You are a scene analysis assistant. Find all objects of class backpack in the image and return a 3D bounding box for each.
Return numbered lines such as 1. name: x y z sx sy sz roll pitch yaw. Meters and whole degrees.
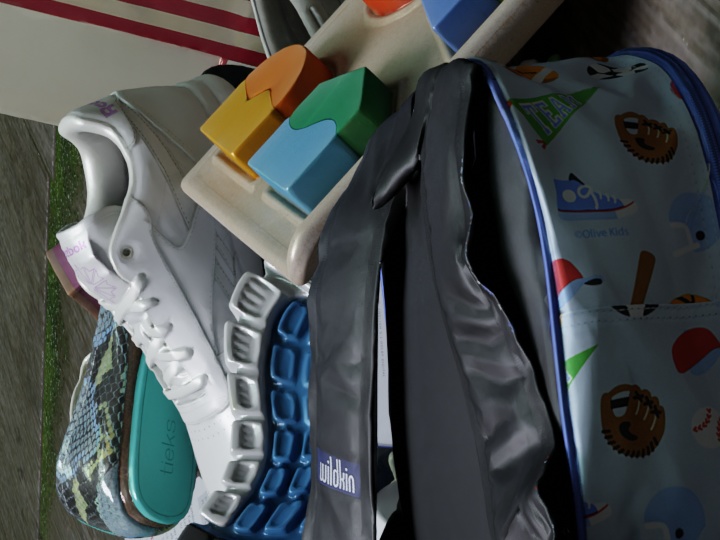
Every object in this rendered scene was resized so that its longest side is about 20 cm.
1. backpack: 0.072 0.024 0.893 0.200 0.154 0.191 159 99 -67

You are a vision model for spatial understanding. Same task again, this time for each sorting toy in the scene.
1. sorting toy: 0.008 -0.087 1.100 0.185 0.036 0.200 -48 18 -2

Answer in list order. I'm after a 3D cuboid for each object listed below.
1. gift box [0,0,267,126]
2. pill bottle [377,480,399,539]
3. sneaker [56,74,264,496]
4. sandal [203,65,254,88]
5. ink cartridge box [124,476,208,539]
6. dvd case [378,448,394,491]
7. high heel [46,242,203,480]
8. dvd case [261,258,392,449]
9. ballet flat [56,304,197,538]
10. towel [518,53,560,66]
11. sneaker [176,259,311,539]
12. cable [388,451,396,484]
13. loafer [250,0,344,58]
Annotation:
1. gift box: -0.125 -0.154 1.467 0.200 0.187 0.185 -69 26 21
2. pill bottle: 0.048 0.184 1.068 0.113 0.113 0.200 -138 48 -68
3. sneaker: -0.083 0.016 1.214 0.075 0.100 0.200 -27 73 56
4. sandal: -0.023 -0.034 1.335 0.048 0.075 0.201 108 144 -45
5. ink cartridge box: -0.044 0.122 1.400 0.176 0.084 0.200 -44 49 48
6. dvd case: -0.023 0.167 1.141 0.018 0.200 0.143 -7 100 31
7. high heel: -0.072 0.025 1.340 0.200 0.096 0.067 53 -176 30
8. dvd case: 0.000 0.000 1.193 0.200 0.025 0.150 -1 94 58
9. ballet flat: -0.101 0.024 1.279 0.074 0.074 0.200 129 154 -67
10. towel: 0.058 0.017 1.166 0.200 0.023 0.153 123 140 -64
11. sneaker: -0.024 0.097 1.079 0.087 0.075 0.200 68 -147 -63
12. cable: 0.031 0.160 1.181 0.097 0.050 0.200 -71 -20 -47
13. loafer: -0.017 -0.073 1.292 0.070 0.070 0.200 112 156 -44
